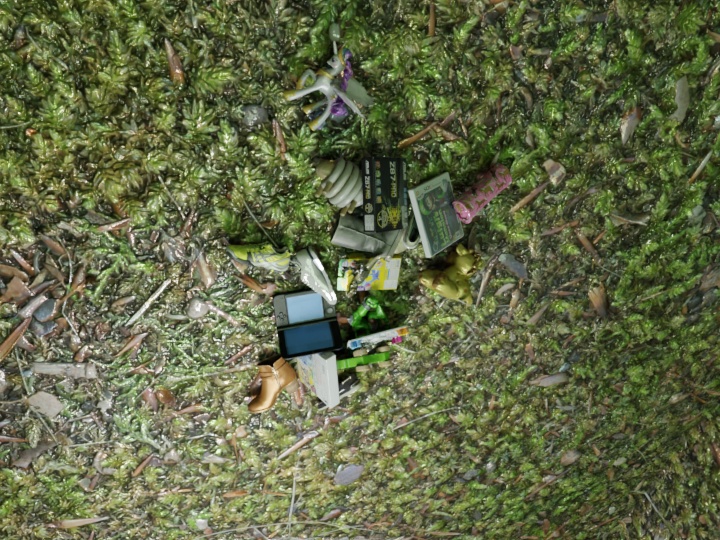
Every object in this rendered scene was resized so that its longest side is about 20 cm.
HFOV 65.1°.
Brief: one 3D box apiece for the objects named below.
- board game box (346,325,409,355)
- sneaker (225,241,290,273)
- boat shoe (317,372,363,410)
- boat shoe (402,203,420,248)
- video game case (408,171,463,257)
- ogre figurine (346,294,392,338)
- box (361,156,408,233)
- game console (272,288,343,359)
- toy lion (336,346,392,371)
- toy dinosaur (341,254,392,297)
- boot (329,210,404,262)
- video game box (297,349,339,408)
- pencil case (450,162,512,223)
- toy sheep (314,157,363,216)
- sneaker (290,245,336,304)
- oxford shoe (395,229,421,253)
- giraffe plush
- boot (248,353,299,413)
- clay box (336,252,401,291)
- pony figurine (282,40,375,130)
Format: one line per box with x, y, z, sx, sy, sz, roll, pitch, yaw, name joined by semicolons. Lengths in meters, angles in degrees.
0.053;0.231;1.840;0.196;0.026;0.200;-14;165;-8;board game box
-0.296;-0.053;1.637;0.197;0.075;0.078;12;109;-33;sneaker
-0.081;0.424;1.971;0.199;0.074;0.061;-36;82;25;boat shoe
0.178;-0.161;1.655;0.071;0.062;0.204;17;82;-5;boat shoe
0.225;-0.165;1.644;0.181;0.023;0.204;-30;109;-40;video game case
0.027;0.165;1.825;0.118;0.099;0.200;-27;158;2;ogre figurine
0.069;-0.211;1.567;0.160;0.048;0.204;-11;102;-52;box
-0.163;0.158;1.745;0.196;0.118;0.174;-9;110;-11;game console
-0.020;0.305;1.880;0.190;0.070;0.198;-18;168;38;toy lion
0.000;0.000;1.690;0.087;0.048;0.200;20;129;-33;toy dinosaur
0.027;-0.132;1.676;0.197;0.073;0.185;24;91;-7;boot
-0.141;0.316;1.823;0.046;0.181;0.203;-26;128;-33;video game box
0.361;-0.231;1.670;0.200;0.086;0.083;-42;128;-11;pencil case
-0.042;-0.233;1.561;0.199;0.138;0.138;36;105;-25;toy sheep
-0.136;0.024;1.715;0.080;0.076;0.202;-29;109;-1;sneaker
0.169;-0.116;1.720;0.199;0.074;0.071;-42;121;10;oxford shoe
0.305;0.004;1.789;0.164;0.198;0.172;-64;150;-3;giraffe plush
-0.311;0.371;1.873;0.198;0.074;0.156;-31;125;-11;boot
0.023;0.002;1.764;0.196;0.048;0.117;0;120;-14;clay box
-0.067;-0.451;1.432;0.198;0.168;0.193;-32;116;23;pony figurine
